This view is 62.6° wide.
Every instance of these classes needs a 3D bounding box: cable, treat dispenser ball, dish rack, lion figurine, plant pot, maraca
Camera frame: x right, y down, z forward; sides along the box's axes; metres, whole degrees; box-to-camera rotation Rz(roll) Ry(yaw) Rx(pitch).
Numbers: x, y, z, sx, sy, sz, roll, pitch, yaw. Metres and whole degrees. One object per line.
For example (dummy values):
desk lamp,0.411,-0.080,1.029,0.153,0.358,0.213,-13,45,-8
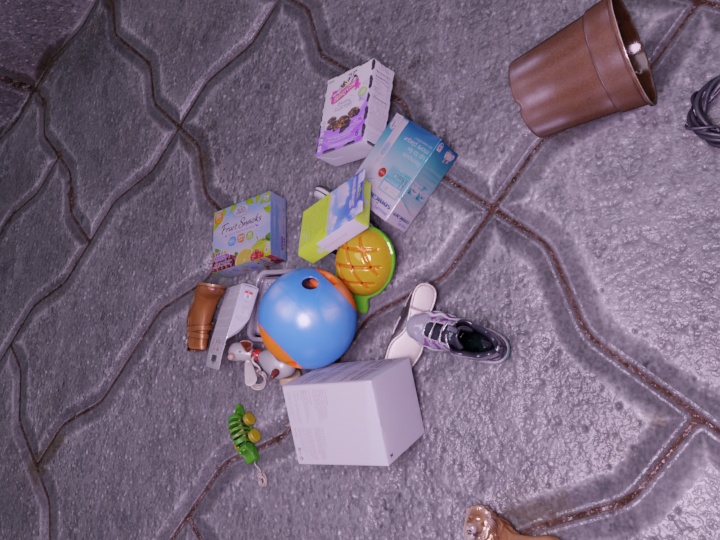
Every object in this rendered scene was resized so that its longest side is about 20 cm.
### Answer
cable,0.619,-0.255,0.925,0.199,0.051,0.164,-21,69,25
treat dispenser ball,-0.105,0.096,1.185,0.200,0.200,0.203,-11,69,32
dish rack,-0.170,0.084,1.366,0.199,0.043,0.173,-2,75,34
lion figurine,0.261,0.449,0.942,0.198,0.073,0.123,0,67,20
plant pot,0.380,-0.339,1.034,0.197,0.200,0.202,-21,64,37
maraca,0.000,0.000,1.238,0.137,0.107,0.201,39,119,21

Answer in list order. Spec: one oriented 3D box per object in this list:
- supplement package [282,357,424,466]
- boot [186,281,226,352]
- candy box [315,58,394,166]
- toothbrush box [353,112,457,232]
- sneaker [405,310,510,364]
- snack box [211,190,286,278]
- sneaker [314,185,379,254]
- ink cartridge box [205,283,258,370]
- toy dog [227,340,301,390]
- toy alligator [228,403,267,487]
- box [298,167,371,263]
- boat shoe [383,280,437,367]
supplement package,-0.011,0.261,1.105,0.199,0.150,0.153,-10,93,32
boot,-0.388,0.116,1.455,0.200,0.076,0.157,-24,57,53
candy box,-0.014,-0.358,1.358,0.167,0.071,0.202,-7,70,48
toothbrush box,0.084,-0.207,1.255,0.146,0.085,0.201,42,102,37
sneaker,0.159,0.110,1.045,0.199,0.140,0.078,10,82,24
snack box,-0.279,-0.086,1.481,0.199,0.068,0.170,-14,68,30
sneaker,-0.060,-0.105,1.328,0.200,0.076,0.116,40,97,34
ink cartridge box,-0.303,0.135,1.390,0.162,0.050,0.202,-12,64,65
toy dog,-0.218,0.207,1.296,0.199,0.096,0.133,-18,95,32
toy alligator,-0.259,0.388,1.323,0.059,0.054,0.201,-38,57,20
box,-0.047,-0.111,1.227,0.199,0.048,0.123,-30,44,37
boat shoe,0.100,0.117,1.167,0.066,0.057,0.201,22,92,2
